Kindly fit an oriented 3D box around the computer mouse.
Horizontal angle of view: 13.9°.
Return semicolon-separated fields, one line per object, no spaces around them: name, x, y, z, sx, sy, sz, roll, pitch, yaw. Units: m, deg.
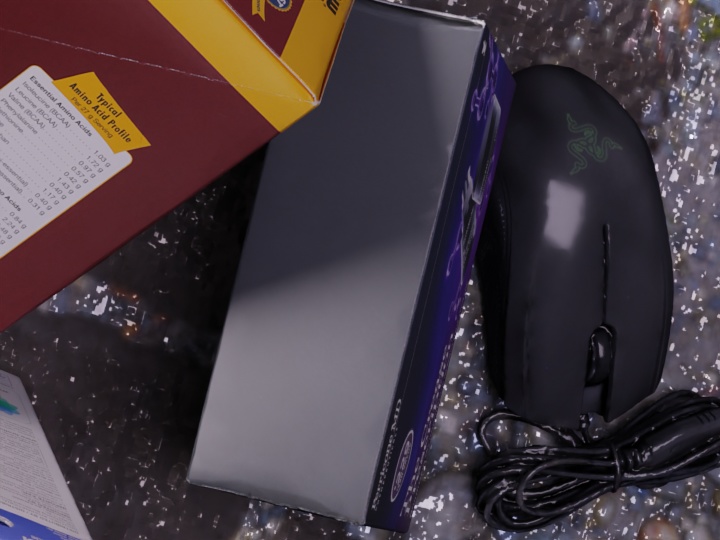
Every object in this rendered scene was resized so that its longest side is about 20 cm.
computer mouse;0.104;0.008;1.300;0.138;0.053;0.201;-14;98;-22

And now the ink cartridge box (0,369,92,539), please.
ink cartridge box;-0.169;0.069;1.099;0.119;0.200;0.042;24;99;-23

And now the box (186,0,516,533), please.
box;0.000;0.000;1.195;0.079;0.141;0.201;13;86;12

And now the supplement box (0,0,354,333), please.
supplement box;-0.136;-0.113;1.087;0.197;0.200;0.133;45;32;-19
